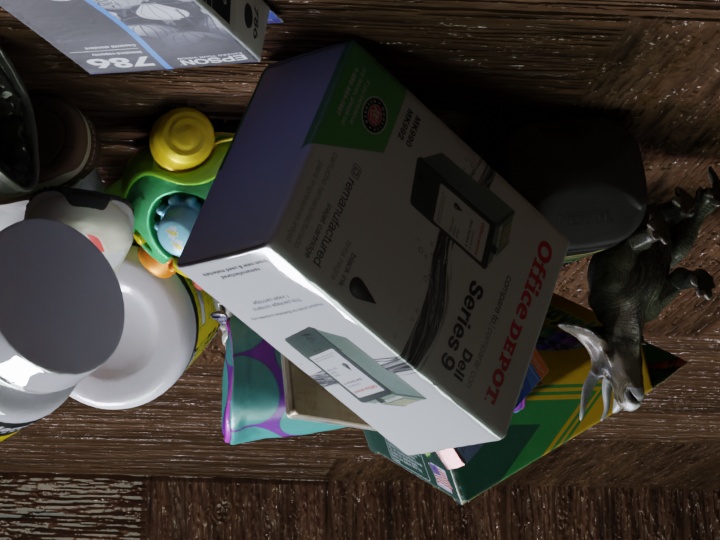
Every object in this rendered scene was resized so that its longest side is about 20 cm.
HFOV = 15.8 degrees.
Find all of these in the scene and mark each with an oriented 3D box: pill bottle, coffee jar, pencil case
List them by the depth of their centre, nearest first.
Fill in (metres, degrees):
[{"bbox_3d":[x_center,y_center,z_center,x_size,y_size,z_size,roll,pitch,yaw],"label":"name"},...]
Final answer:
[{"bbox_3d":[-0.232,0.048,1.520,0.114,0.115,0.200,10,154,-38],"label":"pill bottle"},{"bbox_3d":[0.101,-0.039,1.639,0.104,0.086,0.200,-7,173,-20],"label":"coffee jar"},{"bbox_3d":[0.008,0.059,1.652,0.199,0.085,0.092,-6,-175,-3],"label":"pencil case"},{"bbox_3d":[-0.152,0.020,1.795,0.112,0.113,0.200,-1,-168,9],"label":"pill bottle"}]

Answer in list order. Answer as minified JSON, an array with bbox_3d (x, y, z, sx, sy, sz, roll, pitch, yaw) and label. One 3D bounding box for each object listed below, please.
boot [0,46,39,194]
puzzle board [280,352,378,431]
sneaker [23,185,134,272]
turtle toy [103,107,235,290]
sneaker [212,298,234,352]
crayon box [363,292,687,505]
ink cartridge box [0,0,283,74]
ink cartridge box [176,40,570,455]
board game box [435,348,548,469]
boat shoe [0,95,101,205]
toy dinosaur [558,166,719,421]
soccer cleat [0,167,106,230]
[{"bbox_3d":[-0.270,-0.051,1.495,0.199,0.073,0.182,-5,125,22],"label":"boot"},{"bbox_3d":[0.000,0.000,1.556,0.017,0.201,0.150,-20,158,40],"label":"puzzle board"},{"bbox_3d":[-0.185,0.025,1.599,0.070,0.094,0.200,8,151,-17],"label":"sneaker"},{"bbox_3d":[-0.063,-0.036,1.634,0.199,0.101,0.146,4,169,-13],"label":"turtle toy"},{"bbox_3d":[-0.069,0.020,1.724,0.076,0.200,0.092,-29,-166,39],"label":"sneaker"},{"bbox_3d":[0.111,0.076,1.806,0.200,0.051,0.127,-29,-153,-22],"label":"crayon box"},{"bbox_3d":[-0.112,-0.134,1.303,0.099,0.039,0.200,-3,169,16],"label":"ink cartridge box"},{"bbox_3d":[0.013,-0.010,1.465,0.084,0.146,0.200,-13,136,46],"label":"ink cartridge box"},{"bbox_3d":[0.032,0.009,1.553,0.019,0.200,0.103,-17,-160,48],"label":"board game box"},{"bbox_3d":[-0.255,-0.063,1.595,0.202,0.075,0.075,-2,175,14],"label":"boat shoe"},{"bbox_3d":[0.177,-0.008,1.639,0.077,0.200,0.102,39,133,-22],"label":"toy dinosaur"},{"bbox_3d":[-0.226,-0.019,1.691,0.069,0.078,0.200,-31,180,-39],"label":"soccer cleat"}]
